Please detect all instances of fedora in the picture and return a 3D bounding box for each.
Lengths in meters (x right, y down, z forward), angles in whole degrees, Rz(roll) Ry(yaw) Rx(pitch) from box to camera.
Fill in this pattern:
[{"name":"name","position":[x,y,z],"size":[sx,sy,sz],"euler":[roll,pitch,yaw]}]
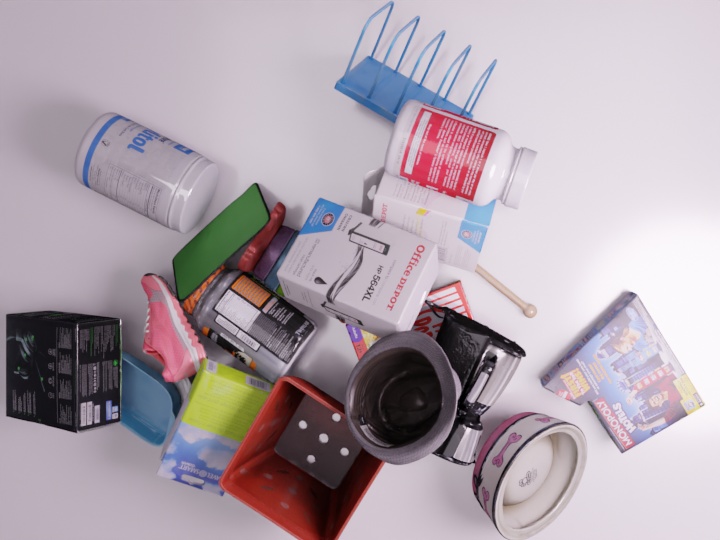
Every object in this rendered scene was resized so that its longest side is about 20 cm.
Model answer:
[{"name":"fedora","position":[0.073,0.180,1.251],"size":[0.200,0.090,0.178],"euler":[-38,63,27]}]

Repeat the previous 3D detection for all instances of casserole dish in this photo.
[{"name":"casserole dish","position":[-0.368,0.206,1.463],"size":[0.199,0.039,0.122],"euler":[27,116,24]}]

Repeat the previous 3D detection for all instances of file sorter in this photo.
[{"name":"file sorter","position":[0.090,-0.299,1.338],"size":[0.199,0.139,0.123],"euler":[31,127,5]}]

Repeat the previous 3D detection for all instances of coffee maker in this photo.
[{"name":"coffee maker","position":[0.129,0.168,1.351],"size":[0.191,0.134,0.201],"euler":[30,97,29]}]

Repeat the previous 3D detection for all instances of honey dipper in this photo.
[{"name":"honey dipper","position":[0.203,0.008,1.415],"size":[0.199,0.038,0.038],"euler":[37,97,0]}]

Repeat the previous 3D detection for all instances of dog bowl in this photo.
[{"name":"dog bowl","position":[0.254,0.307,1.353],"size":[0.074,0.199,0.201],"euler":[32,98,47]}]

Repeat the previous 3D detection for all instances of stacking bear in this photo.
[{"name":"stacking bear","position":[-0.085,0.004,1.414],"size":[0.199,0.114,0.122],"euler":[33,68,-5]}]

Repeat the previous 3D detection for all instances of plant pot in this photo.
[{"name":"plant pot","position":[-0.072,0.284,1.391],"size":[0.199,0.176,0.201],"euler":[32,97,5]}]

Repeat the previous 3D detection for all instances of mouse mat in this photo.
[{"name":"mouse mat","position":[-0.226,-0.048,1.414],"size":[0.200,0.161,0.008],"euler":[-40,121,8]}]

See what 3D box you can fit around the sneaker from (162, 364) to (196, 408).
[{"name":"sneaker","position":[-0.304,0.180,1.471],"size":[0.080,0.070,0.202],"euler":[-27,84,25]}]

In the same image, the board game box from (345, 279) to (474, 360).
[{"name":"board game box","position":[0.095,0.121,1.425],"size":[0.199,0.046,0.153],"euler":[-21,92,8]}]

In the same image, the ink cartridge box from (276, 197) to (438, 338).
[{"name":"ink cartridge box","position":[0.000,0.000,1.304],"size":[0.199,0.084,0.147],"euler":[21,67,16]}]

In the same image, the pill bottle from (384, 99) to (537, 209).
[{"name":"pill bottle","position":[0.142,-0.159,1.245],"size":[0.199,0.112,0.113],"euler":[20,95,8]}]

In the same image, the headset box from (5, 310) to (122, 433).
[{"name":"headset box","position":[-0.494,0.160,1.450],"size":[0.199,0.093,0.176],"euler":[2,93,33]}]

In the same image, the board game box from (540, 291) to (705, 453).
[{"name":"board game box","position":[0.395,0.171,1.382],"size":[0.199,0.062,0.201],"euler":[-32,89,9]}]

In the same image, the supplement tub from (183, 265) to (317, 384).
[{"name":"supplement tub","position":[-0.178,0.081,1.422],"size":[0.199,0.123,0.123],"euler":[36,97,5]}]

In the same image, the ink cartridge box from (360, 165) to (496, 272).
[{"name":"ink cartridge box","position":[0.104,-0.106,1.350],"size":[0.198,0.129,0.126],"euler":[18,59,6]}]

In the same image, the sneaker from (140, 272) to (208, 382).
[{"name":"sneaker","position":[-0.318,0.090,1.407],"size":[0.086,0.074,0.201],"euler":[-28,65,-15]}]

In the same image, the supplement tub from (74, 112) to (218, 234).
[{"name":"supplement tub","position":[-0.345,-0.158,1.427],"size":[0.199,0.132,0.133],"euler":[25,96,5]}]

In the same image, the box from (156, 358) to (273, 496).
[{"name":"box","position":[-0.230,0.249,1.389],"size":[0.121,0.048,0.201],"euler":[23,108,-15]}]
